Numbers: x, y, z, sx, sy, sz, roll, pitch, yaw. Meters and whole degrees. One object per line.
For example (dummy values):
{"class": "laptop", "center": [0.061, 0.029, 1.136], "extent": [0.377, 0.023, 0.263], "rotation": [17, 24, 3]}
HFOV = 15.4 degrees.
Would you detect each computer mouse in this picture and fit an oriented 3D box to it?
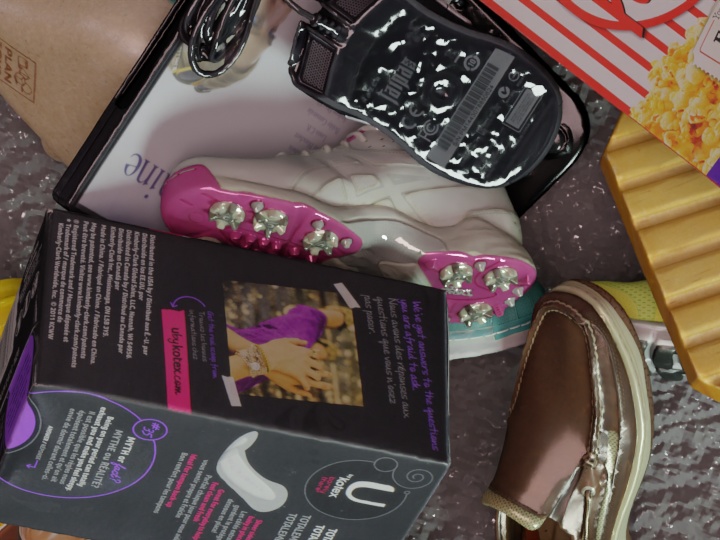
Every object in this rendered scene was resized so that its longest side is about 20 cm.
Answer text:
{"class": "computer mouse", "center": [0.020, -0.130, 1.261], "extent": [0.199, 0.046, 0.141], "rotation": [21, 104, -25]}

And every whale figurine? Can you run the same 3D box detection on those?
{"class": "whale figurine", "center": [-0.137, -0.124, 1.351], "extent": [0.200, 0.104, 0.159], "rotation": [30, 141, 19]}

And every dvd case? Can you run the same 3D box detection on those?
{"class": "dvd case", "center": [-0.047, -0.089, 1.288], "extent": [0.018, 0.143, 0.200], "rotation": [35, 93, 42]}

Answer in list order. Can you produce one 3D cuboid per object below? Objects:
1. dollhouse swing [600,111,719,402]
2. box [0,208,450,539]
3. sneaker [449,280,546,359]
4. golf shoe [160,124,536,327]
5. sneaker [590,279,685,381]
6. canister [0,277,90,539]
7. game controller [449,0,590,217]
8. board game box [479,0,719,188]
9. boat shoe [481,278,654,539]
{"class": "dollhouse swing", "center": [0.242, -0.051, 1.263], "extent": [0.175, 0.182, 0.201], "rotation": [-12, 71, -26]}
{"class": "box", "center": [-0.069, 0.063, 1.262], "extent": [0.199, 0.106, 0.122], "rotation": [13, 140, -14]}
{"class": "sneaker", "center": [0.000, 0.000, 1.370], "extent": [0.199, 0.071, 0.080], "rotation": [2, 103, 4]}
{"class": "golf shoe", "center": [-0.008, -0.033, 1.302], "extent": [0.199, 0.092, 0.075], "rotation": [14, 145, -29]}
{"class": "sneaker", "center": [0.200, 0.009, 1.366], "extent": [0.199, 0.078, 0.091], "rotation": [1, 78, 6]}
{"class": "canister", "center": [-0.169, 0.127, 1.345], "extent": [0.148, 0.087, 0.200], "rotation": [-41, 65, 13]}
{"class": "game controller", "center": [0.022, -0.108, 1.368], "extent": [0.200, 0.042, 0.104], "rotation": [45, 98, -3]}
{"class": "board game box", "center": [0.160, -0.144, 1.273], "extent": [0.200, 0.046, 0.152], "rotation": [40, 99, 28]}
{"class": "boat shoe", "center": [0.100, 0.106, 1.342], "extent": [0.075, 0.075, 0.203], "rotation": [22, 126, 40]}
